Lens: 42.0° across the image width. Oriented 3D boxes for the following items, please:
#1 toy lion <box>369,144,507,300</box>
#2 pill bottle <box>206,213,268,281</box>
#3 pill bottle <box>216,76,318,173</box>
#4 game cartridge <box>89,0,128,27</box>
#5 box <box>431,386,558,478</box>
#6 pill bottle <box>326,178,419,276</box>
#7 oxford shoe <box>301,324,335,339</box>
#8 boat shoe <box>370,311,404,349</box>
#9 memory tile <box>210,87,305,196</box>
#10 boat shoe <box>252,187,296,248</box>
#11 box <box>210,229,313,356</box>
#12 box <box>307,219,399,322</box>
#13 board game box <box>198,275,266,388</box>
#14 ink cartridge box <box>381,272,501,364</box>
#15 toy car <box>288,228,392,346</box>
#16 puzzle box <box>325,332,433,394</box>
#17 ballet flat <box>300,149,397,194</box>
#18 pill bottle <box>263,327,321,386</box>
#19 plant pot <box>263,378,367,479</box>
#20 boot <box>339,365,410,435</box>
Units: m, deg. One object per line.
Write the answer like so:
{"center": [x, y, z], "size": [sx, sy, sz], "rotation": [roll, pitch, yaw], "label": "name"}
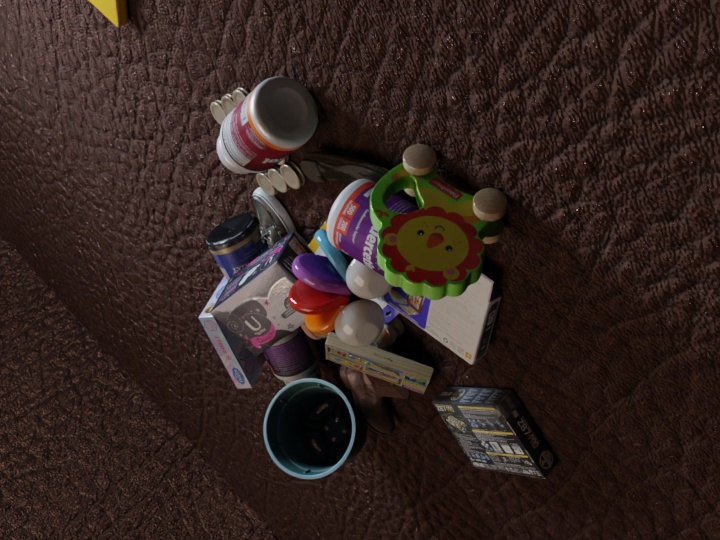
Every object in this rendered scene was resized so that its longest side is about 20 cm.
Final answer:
{"center": [0.089, -0.056, 1.254], "size": [0.199, 0.191, 0.069], "rotation": [36, 151, 25], "label": "toy lion"}
{"center": [-0.218, -0.004, 1.889], "size": [0.111, 0.112, 0.201], "rotation": [11, 135, 51], "label": "pill bottle"}
{"center": [-0.156, -0.223, 1.496], "size": [0.113, 0.113, 0.200], "rotation": [53, 151, -9], "label": "pill bottle"}
{"center": [-0.480, -0.558, 1.666], "size": [0.176, 0.032, 0.200], "rotation": [43, 151, 13], "label": "game cartridge"}
{"center": [0.230, 0.281, 1.638], "size": [0.162, 0.049, 0.199], "rotation": [54, 153, -13], "label": "box"}
{"center": [0.055, -0.044, 1.353], "size": [0.199, 0.112, 0.113], "rotation": [31, 148, 25], "label": "pill bottle"}
{"center": [-0.113, 0.053, 1.858], "size": [0.200, 0.071, 0.074], "rotation": [49, 150, -22], "label": "oxford shoe"}
{"center": [-0.012, 0.086, 1.735], "size": [0.199, 0.068, 0.075], "rotation": [22, 143, 43], "label": "boat shoe"}
{"center": [-0.182, -0.224, 1.652], "size": [0.201, 0.017, 0.153], "rotation": [58, 153, -14], "label": "memory tile"}
{"center": [-0.156, -0.062, 1.777], "size": [0.068, 0.057, 0.201], "rotation": [9, 133, 53], "label": "boat shoe"}
{"center": [-0.159, 0.046, 1.745], "size": [0.199, 0.115, 0.132], "rotation": [-34, 109, 33], "label": "box"}
{"center": [0.000, 0.000, 1.640], "size": [0.200, 0.041, 0.119], "rotation": [47, 154, 1], "label": "box"}
{"center": [-0.248, 0.109, 1.992], "size": [0.041, 0.201, 0.201], "rotation": [-6, 125, 26], "label": "board game box"}
{"center": [0.125, 0.024, 1.462], "size": [0.198, 0.043, 0.201], "rotation": [36, 144, 24], "label": "ink cartridge box"}
{"center": [-0.041, 0.014, 1.493], "size": [0.175, 0.149, 0.202], "rotation": [-123, 41, -53], "label": "toy car"}
{"center": [0.031, 0.169, 1.706], "size": [0.198, 0.026, 0.133], "rotation": [19, 163, 5], "label": "puzzle box"}
{"center": [-0.012, -0.155, 1.457], "size": [0.199, 0.046, 0.068], "rotation": [16, 142, 41], "label": "ballet flat"}
{"center": [-0.153, 0.164, 2.005], "size": [0.111, 0.111, 0.201], "rotation": [19, 140, 45], "label": "pill bottle"}
{"center": [-0.079, 0.336, 1.996], "size": [0.200, 0.201, 0.196], "rotation": [40, -177, 18], "label": "plant pot"}
{"center": [0.057, 0.252, 1.864], "size": [0.187, 0.064, 0.199], "rotation": [54, 149, -13], "label": "boot"}
